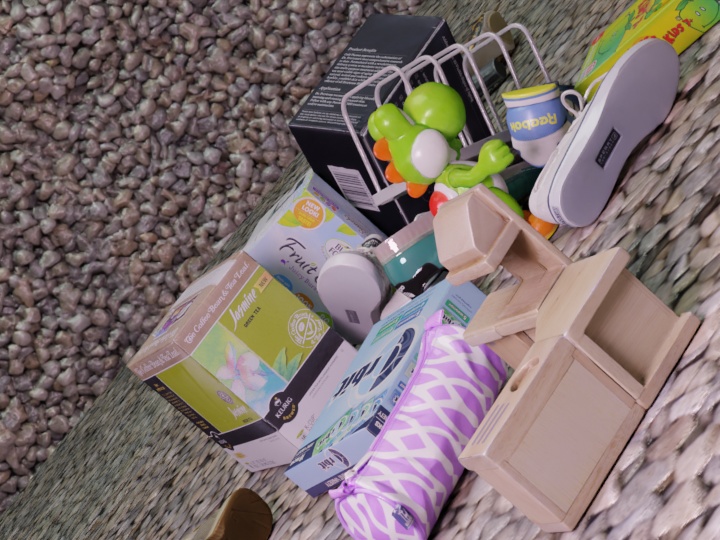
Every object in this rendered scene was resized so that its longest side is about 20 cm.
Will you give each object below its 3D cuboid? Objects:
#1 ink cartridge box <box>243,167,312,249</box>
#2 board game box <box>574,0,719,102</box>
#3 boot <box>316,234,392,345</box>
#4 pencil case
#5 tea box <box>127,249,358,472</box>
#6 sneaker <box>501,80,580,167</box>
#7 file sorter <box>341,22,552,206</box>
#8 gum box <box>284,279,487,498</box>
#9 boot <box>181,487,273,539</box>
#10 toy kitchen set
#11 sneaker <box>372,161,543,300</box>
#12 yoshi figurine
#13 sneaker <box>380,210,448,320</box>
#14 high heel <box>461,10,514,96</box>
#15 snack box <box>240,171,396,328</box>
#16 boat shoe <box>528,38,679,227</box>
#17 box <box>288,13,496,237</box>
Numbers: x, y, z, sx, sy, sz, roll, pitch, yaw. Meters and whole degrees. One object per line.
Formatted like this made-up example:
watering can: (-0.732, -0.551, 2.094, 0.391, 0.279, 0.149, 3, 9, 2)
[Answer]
ink cartridge box: (-0.036, -0.050, 2.127, 0.200, 0.146, 0.084, -43, 13, 38)
board game box: (0.304, -0.250, 1.648, 0.200, 0.048, 0.102, -42, 13, 39)
boot: (0.000, 0.000, 1.783, 0.200, 0.073, 0.097, 87, -165, -65)
pencil case: (0.046, 0.131, 1.308, 0.084, 0.085, 0.201, -40, 14, 49)
tea box: (-0.125, 0.105, 1.815, 0.134, 0.196, 0.200, -54, 12, -22)
sneaker: (0.189, -0.145, 1.681, 0.073, 0.083, 0.200, -13, 0, 20)
file sorter: (0.102, -0.176, 1.805, 0.199, 0.126, 0.138, -23, -1, -34)
gum box: (0.024, 0.111, 1.587, 0.170, 0.044, 0.201, -35, 19, 55)
boot: (-0.176, 0.318, 1.637, 0.155, 0.072, 0.200, -42, 8, 35)
toy kitchen set: (0.089, 0.062, 1.154, 0.181, 0.163, 0.200, -54, 11, -21)
sneaker: (0.114, -0.038, 1.689, 0.199, 0.080, 0.071, -31, -4, -9)
yoshi figurine: (0.102, -0.104, 1.575, 0.112, 0.200, 0.112, -43, 11, 33)
sneaker: (0.077, -0.025, 1.761, 0.201, 0.071, 0.073, -52, 11, -8)
high heel: (0.150, -0.292, 2.371, 0.142, 0.071, 0.201, -37, 25, 29)
snack box: (-0.060, 0.016, 1.930, 0.200, 0.168, 0.068, -47, 11, 20)
boat shoe: (0.215, -0.127, 1.513, 0.086, 0.074, 0.203, 8, 63, 58)
box: (0.044, -0.163, 1.960, 0.123, 0.201, 0.197, 12, 54, 39)
